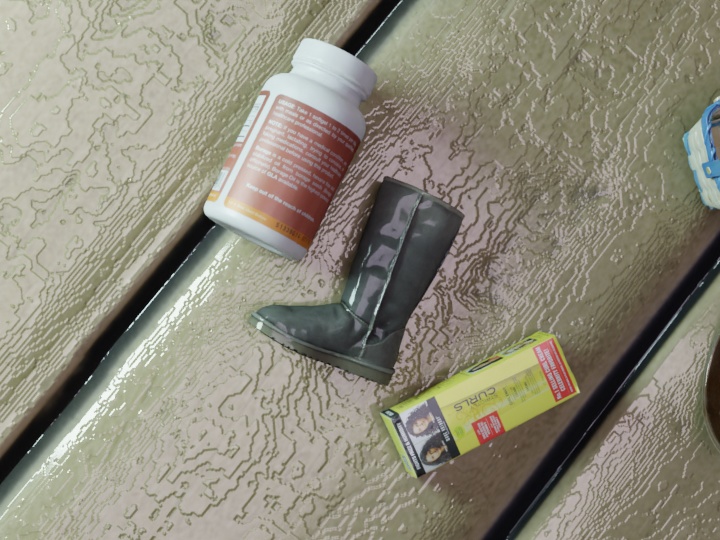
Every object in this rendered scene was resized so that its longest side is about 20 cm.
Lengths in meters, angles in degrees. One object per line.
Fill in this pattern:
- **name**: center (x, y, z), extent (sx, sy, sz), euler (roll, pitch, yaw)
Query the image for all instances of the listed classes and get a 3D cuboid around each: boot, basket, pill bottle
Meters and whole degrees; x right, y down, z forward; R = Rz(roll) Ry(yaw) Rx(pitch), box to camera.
- **boot**: center (-0.002, -0.001, 1.237), extent (0.181, 0.073, 0.200), euler (21, 93, -26)
- **basket**: center (0.436, -0.132, 1.265), extent (0.176, 0.200, 0.139), euler (-19, 96, -13)
- **pill bottle**: center (-0.063, -0.120, 1.198), extent (0.112, 0.112, 0.200), euler (27, 86, -12)

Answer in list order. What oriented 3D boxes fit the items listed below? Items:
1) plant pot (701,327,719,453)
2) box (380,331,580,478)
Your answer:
- **plant pot**: center (0.511, 0.132, 1.304), extent (0.198, 0.200, 0.201), euler (15, 88, -20)
- **box**: center (0.126, 0.140, 1.280), extent (0.200, 0.050, 0.075), euler (-25, 96, -11)
